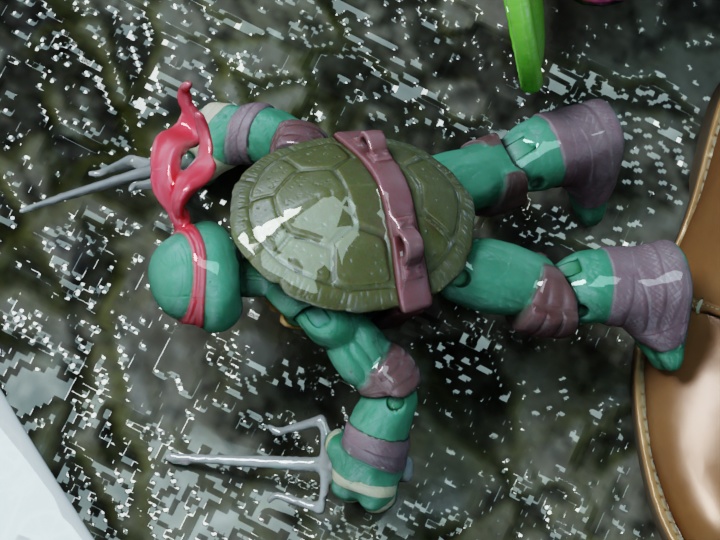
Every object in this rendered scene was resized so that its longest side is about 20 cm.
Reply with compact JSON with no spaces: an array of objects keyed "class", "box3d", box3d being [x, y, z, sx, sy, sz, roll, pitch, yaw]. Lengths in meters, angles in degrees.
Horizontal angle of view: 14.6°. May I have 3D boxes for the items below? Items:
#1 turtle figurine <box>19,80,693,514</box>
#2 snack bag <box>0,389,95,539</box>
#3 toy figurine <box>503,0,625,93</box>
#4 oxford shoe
[{"class":"turtle figurine","box3d":[0.000,0.000,0.905,0.199,0.101,0.150,-8,73,-19]},{"class":"snack bag","box3d":[-0.206,0.062,0.843,0.200,0.021,0.189,-29,80,-18]},{"class":"toy figurine","box3d":[0.124,-0.172,0.931,0.183,0.150,0.201,-10,77,4]},{"class":"oxford shoe","box3d":[0.135,0.007,0.938,0.071,0.071,0.201,12,72,-8]}]
